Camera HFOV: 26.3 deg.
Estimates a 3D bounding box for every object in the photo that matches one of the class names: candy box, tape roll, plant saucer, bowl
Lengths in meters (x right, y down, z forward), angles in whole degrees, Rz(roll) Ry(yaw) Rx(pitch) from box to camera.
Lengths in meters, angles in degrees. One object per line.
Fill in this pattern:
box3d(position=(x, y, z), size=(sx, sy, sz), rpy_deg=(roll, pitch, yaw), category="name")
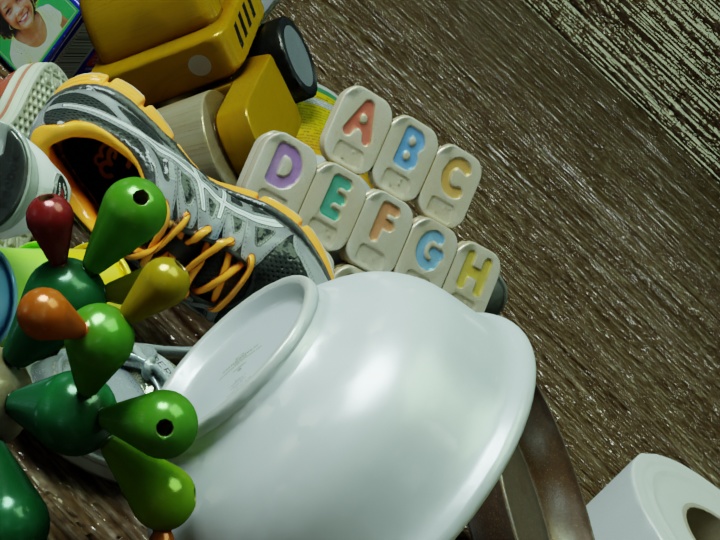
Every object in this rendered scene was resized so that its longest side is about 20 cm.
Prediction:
box3d(position=(-0.238, -0.225, 1.101), size=(0.200, 0.077, 0.169), rpy_deg=(44, 20, 10), category="candy box")
box3d(position=(0.239, 0.224, 1.065), size=(0.202, 0.071, 0.203), rpy_deg=(37, 19, -15), category="tape roll")
box3d(position=(0.099, 0.147, 0.913), size=(0.200, 0.034, 0.201), rpy_deg=(-18, 90, -74), category="plant saucer")
box3d(position=(-0.028, 0.067, 0.675), size=(0.090, 0.201, 0.201), rpy_deg=(46, 17, -18), category="bowl")

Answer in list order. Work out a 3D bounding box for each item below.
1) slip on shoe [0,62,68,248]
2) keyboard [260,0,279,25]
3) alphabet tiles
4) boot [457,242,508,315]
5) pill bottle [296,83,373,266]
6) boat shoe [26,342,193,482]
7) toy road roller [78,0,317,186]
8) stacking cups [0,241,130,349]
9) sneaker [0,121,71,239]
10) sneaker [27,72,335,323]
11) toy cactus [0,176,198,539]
box3d(position=(-0.207, -0.048, 0.821), size=(0.200, 0.061, 0.074), rpy_deg=(-75, 148, -56), category="slip on shoe")
box3d(position=(-0.104, -0.168, 1.057), size=(0.056, 0.200, 0.011), rpy_deg=(43, 32, 1), category="keyboard")
box3d(position=(0.000, 0.000, 0.928), size=(0.200, 0.196, 0.015), rpy_deg=(28, -8, -35), category="alphabet tiles")
box3d(position=(0.050, 0.043, 1.089), size=(0.181, 0.073, 0.200), rpy_deg=(17, 22, -23), category="boot")
box3d(position=(-0.044, -0.042, 1.028), size=(0.113, 0.113, 0.200), rpy_deg=(33, 21, -22), category="pill bottle")
box3d(position=(-0.089, 0.064, 0.784), size=(0.202, 0.065, 0.074), rpy_deg=(16, 32, -52), category="boat shoe")
box3d(position=(-0.118, -0.128, 0.957), size=(0.200, 0.123, 0.146), rpy_deg=(-78, 145, -57), category="toy road roller")
box3d(position=(-0.196, 0.014, 0.717), size=(0.200, 0.061, 0.061), rpy_deg=(1, 44, -54), category="stacking cups")
box3d(position=(-0.227, -0.049, 0.706), size=(0.200, 0.074, 0.089), rpy_deg=(17, -2, 13), category="sneaker")
box3d(position=(-0.098, -0.021, 0.819), size=(0.200, 0.078, 0.077), rpy_deg=(38, 20, -1), category="sneaker")
box3d(position=(-0.137, 0.059, 0.619), size=(0.165, 0.201, 0.102), rpy_deg=(6, 0, 38), category="toy cactus")
